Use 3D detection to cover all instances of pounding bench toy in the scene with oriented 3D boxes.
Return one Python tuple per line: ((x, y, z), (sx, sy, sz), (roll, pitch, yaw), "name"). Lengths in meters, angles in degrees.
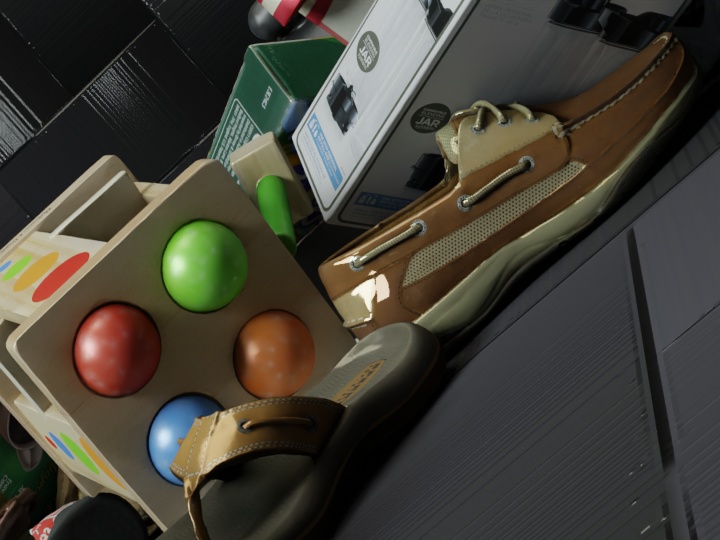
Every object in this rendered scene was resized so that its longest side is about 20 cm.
((-0.075, 0.007, 0.846), (0.200, 0.125, 0.156), (-45, 22, -19), "pounding bench toy")

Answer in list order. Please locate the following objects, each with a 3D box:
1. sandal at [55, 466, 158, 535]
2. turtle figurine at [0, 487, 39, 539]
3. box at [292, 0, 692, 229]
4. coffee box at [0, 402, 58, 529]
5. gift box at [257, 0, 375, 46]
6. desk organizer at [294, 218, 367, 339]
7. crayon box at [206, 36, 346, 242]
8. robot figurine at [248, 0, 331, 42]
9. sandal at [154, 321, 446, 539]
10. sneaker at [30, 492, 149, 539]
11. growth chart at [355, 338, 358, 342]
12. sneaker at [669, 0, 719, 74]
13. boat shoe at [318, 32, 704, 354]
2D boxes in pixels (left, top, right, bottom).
((-0.124, 0.109, 0.975), (0.078, 0.069, 0.213), (-50, -28, -32), "sandal")
((-0.128, 0.103, 0.595), (0.064, 0.161, 0.200), (-42, 5, -5), "turtle figurine")
((0.065, -0.104, 0.826), (0.200, 0.116, 0.060), (-55, 42, 35), "box")
((-0.202, 0.076, 0.949), (0.124, 0.044, 0.200), (-63, -31, -11), "coffee box")
((0.025, -0.214, 0.903), (0.185, 0.199, 0.187), (-57, 8, 18), "gift box")
((0.000, 0.000, 0.984), (0.200, 0.072, 0.077), (-42, 3, 9), "desk organizer")
((0.009, -0.078, 1.031), (0.199, 0.052, 0.126), (-13, -37, -37), "crayon box")
((0.018, -0.142, 1.133), (0.200, 0.150, 0.125), (-46, -9, 15), "robot figurine")
((-0.034, 0.068, 0.688), (0.081, 0.055, 0.200), (-14, 22, 45), "sandal")
((-0.199, 0.197, 0.902), (0.201, 0.067, 0.108), (-42, 3, -32), "sneaker")
((-0.030, 0.078, 0.859), (0.145, 0.018, 0.200), (-41, 5, 21), "growth chart")
((0.179, -0.153, 0.890), (0.199, 0.075, 0.115), (-35, 6, 35), "sneaker")
((0.065, -0.040, 0.788), (0.200, 0.074, 0.076), (-43, 5, -3), "boat shoe")
